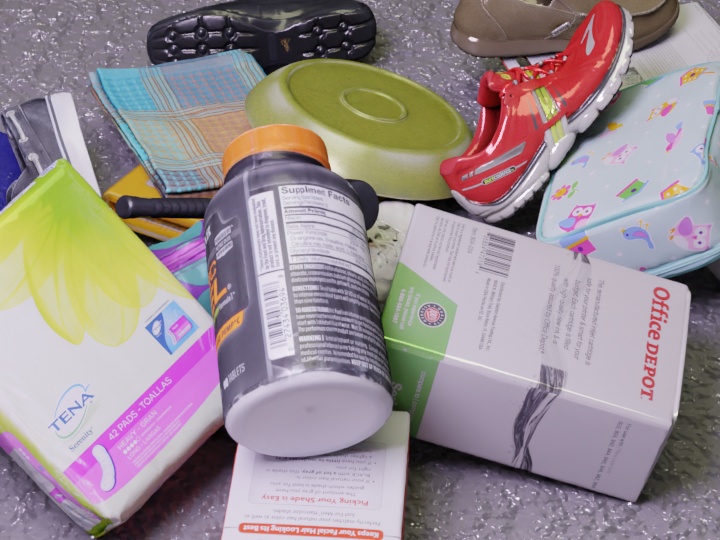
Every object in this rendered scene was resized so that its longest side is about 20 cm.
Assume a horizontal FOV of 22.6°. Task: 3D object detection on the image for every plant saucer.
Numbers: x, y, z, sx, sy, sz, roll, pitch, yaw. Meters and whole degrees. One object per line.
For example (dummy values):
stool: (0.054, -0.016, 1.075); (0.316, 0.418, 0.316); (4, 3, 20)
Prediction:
plant saucer: (0.007, -0.120, 1.433); (0.199, 0.031, 0.200); (13, 29, -7)

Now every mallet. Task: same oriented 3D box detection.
mallet: (-0.071, -0.043, 1.223); (0.066, 0.041, 0.199); (-1, 1, 43)

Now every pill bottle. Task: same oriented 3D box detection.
pill bottle: (-0.043, 0.007, 1.133); (0.105, 0.106, 0.201); (-5, 58, -7)

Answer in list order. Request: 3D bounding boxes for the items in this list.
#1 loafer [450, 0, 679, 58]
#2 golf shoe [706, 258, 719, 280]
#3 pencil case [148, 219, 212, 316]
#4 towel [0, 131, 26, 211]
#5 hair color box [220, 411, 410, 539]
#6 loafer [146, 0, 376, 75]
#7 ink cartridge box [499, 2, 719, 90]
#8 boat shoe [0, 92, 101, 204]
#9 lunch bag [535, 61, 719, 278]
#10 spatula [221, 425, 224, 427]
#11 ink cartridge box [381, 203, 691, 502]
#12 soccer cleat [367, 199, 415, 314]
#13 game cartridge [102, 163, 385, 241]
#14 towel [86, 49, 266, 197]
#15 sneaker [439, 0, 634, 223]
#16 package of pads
loafer: (0.174, -0.222, 1.503); (0.199, 0.068, 0.076); (-10, 40, -12)
golf shoe: (0.299, 0.029, 1.278); (0.097, 0.079, 0.200); (-29, 47, -23)
pencil case: (-0.171, 0.031, 1.247); (0.199, 0.093, 0.085); (-22, 55, -27)
towel: (-0.335, -0.039, 1.371); (0.147, 0.050, 0.201); (10, 39, 0)
hair color box: (-0.029, 0.174, 1.104); (0.110, 0.064, 0.201); (3, 38, 3)
loafer: (-0.085, -0.203, 1.561); (0.199, 0.069, 0.070); (-6, 21, -4)
ink cartridge box: (0.219, -0.165, 1.528); (0.199, 0.051, 0.109); (-12, 42, -14)
boat shoe: (-0.231, -0.052, 1.350); (0.067, 0.072, 0.201); (-12, 56, -13)
lunch bag: (0.214, -0.068, 1.352); (0.160, 0.077, 0.200); (-22, 26, 30)
spatula: (-0.087, 0.098, 1.224); (0.198, 0.021, 0.057); (0, 27, 2)
ink cartridge box: (0.111, 0.054, 1.209); (0.199, 0.084, 0.146); (17, 42, 2)
soccer cleat: (0.000, 0.000, 1.301); (0.069, 0.078, 0.200); (17, 42, 18)
game cartridge: (-0.076, -0.071, 1.407); (0.175, 0.033, 0.200); (18, 37, 19)
towel: (-0.120, -0.118, 1.430); (0.146, 0.022, 0.200); (-10, 36, -22)
sneaker: (0.134, -0.132, 1.371); (0.200, 0.085, 0.077); (-54, 14, -7)
package of pads: (-0.183, 0.053, 1.153); (0.200, 0.068, 0.154); (47, 64, -2)
